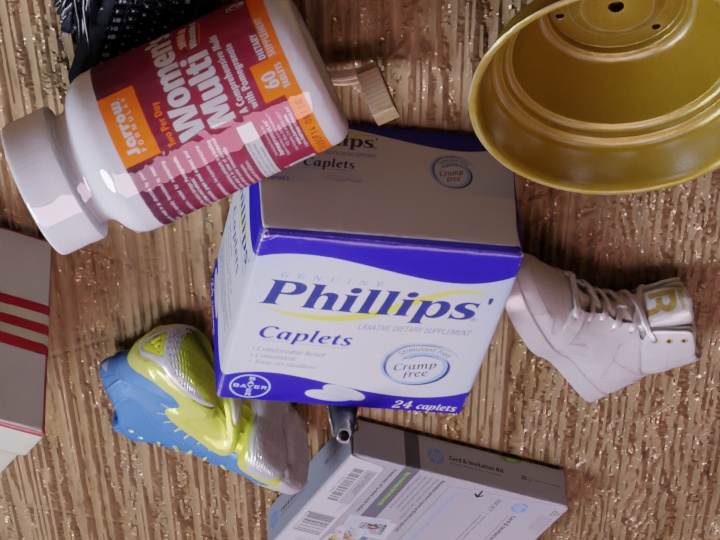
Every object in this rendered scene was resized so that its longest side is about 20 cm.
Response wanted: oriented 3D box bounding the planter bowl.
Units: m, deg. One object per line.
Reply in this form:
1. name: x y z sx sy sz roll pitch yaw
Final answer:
1. planter bowl: 0.165 -0.141 1.636 0.200 0.084 0.201 -2 143 -2

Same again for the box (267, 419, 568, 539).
1. box: 0.046 0.195 2.115 0.200 0.041 0.156 16 140 -21

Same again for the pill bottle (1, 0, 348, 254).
1. pill bottle: -0.117 -0.092 1.628 0.200 0.110 0.110 -25 140 4

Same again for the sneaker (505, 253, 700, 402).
1. sneaker: 0.179 0.024 1.875 0.115 0.074 0.200 -20 150 20

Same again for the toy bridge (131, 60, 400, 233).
1. toy bridge: -0.077 -0.092 1.694 0.200 0.067 0.027 -23 167 8

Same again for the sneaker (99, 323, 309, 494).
1. sneaker: -0.123 0.109 1.975 0.105 0.076 0.200 -11 137 31

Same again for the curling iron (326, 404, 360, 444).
1. curling iron: -0.010 0.106 1.901 0.025 0.050 0.200 -10 -176 -2

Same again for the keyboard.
1. keyboard: -0.142 -0.162 1.627 0.104 0.040 0.200 7 141 -14

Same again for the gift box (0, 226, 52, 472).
1. gift box: -0.328 0.060 1.793 0.200 0.185 0.187 13 143 -30

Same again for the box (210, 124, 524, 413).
1. box: 0.000 0.000 1.798 0.183 0.105 0.200 4 142 -10
